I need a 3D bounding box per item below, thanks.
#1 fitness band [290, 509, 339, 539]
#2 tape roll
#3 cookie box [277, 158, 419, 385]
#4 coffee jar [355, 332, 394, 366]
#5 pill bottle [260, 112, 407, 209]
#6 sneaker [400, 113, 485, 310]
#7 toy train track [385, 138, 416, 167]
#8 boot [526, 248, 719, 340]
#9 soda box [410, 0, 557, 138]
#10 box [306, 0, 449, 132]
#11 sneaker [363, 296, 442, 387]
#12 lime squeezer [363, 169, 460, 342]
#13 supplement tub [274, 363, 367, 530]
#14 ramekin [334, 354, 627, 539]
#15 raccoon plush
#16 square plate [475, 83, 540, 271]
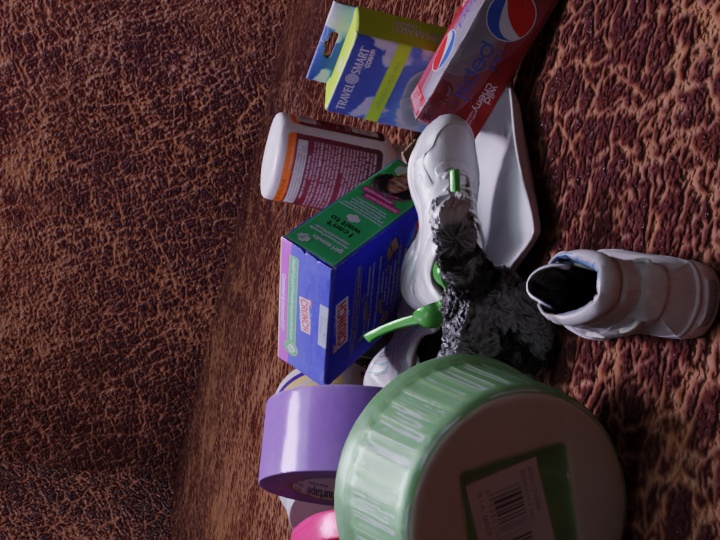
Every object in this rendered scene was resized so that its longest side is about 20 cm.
[{"bbox_3d":[0.004,0.283,1.049,0.200,0.143,0.038,126,152,-59],"label":"fitness band"},{"bbox_3d":[-0.001,0.184,1.026,0.200,0.199,0.086,130,146,-63],"label":"tape roll"},{"bbox_3d":[0.000,0.000,1.103,0.200,0.075,0.172,-38,-34,-41],"label":"cookie box"},{"bbox_3d":[-0.004,0.074,1.340,0.200,0.085,0.105,141,139,-70],"label":"coffee jar"},{"bbox_3d":[-0.024,-0.132,1.324,0.114,0.199,0.115,-169,90,-76],"label":"pill bottle"},{"bbox_3d":[0.094,-0.052,0.988,0.099,0.077,0.202,-161,72,-69],"label":"sneaker"},{"bbox_3d":[0.033,-0.090,1.189,0.200,0.032,0.115,-48,-32,-11],"label":"toy train track"},{"bbox_3d":[0.161,0.011,0.723,0.200,0.095,0.074,168,112,-75],"label":"boot"},{"bbox_3d":[0.127,-0.231,1.003,0.201,0.070,0.064,-59,20,25],"label":"soda box"},{"bbox_3d":[0.050,-0.212,1.092,0.122,0.199,0.048,118,157,-51],"label":"box"},{"bbox_3d":[0.054,0.110,1.126,0.080,0.070,0.201,-108,32,-56],"label":"sneaker"},{"bbox_3d":[0.069,0.007,0.947,0.201,0.038,0.071,-64,37,27],"label":"lime squeezer"},{"bbox_3d":[-0.033,0.221,1.231,0.201,0.144,0.146,-101,25,-55],"label":"supplement tub"},{"bbox_3d":[0.090,0.164,0.712,0.098,0.199,0.202,-176,96,-68],"label":"ramekin"},{"bbox_3d":[0.102,0.020,0.896,0.134,0.096,0.201,-153,51,-75],"label":"raccoon plush"},{"bbox_3d":[0.130,-0.051,1.021,0.199,0.028,0.201,117,158,-48],"label":"square plate"}]
